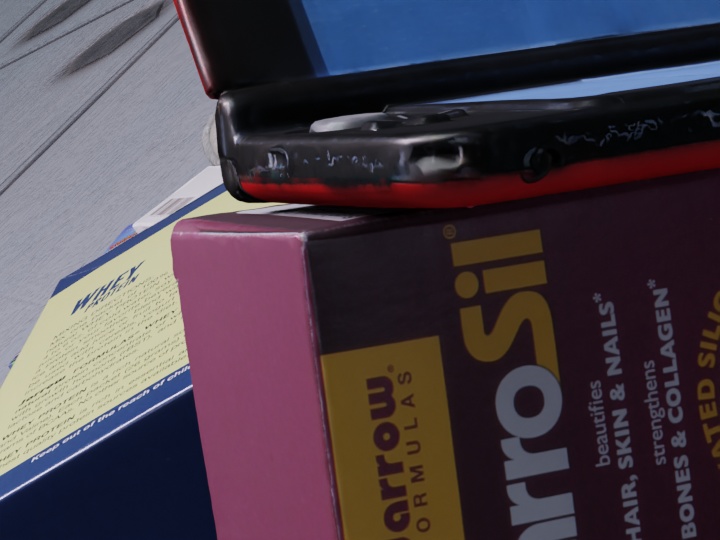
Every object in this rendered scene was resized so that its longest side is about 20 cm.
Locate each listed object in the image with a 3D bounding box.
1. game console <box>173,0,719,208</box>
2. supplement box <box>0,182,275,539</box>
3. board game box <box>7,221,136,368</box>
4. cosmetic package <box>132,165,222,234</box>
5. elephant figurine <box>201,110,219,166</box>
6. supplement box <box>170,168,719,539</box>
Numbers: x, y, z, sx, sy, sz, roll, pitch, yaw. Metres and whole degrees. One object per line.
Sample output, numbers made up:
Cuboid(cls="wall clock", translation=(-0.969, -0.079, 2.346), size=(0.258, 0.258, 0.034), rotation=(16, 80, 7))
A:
Cuboid(cls="game console", translation=(0.062, -0.086, 0.697), size=(0.199, 0.120, 0.172), rotation=(-10, 6, -23))
Cuboid(cls="supplement box", translation=(0.000, 0.047, 0.901), size=(0.199, 0.135, 0.200), rotation=(-30, 16, 17))
Cuboid(cls="board game box", translation=(-0.064, -0.010, 1.403), size=(0.199, 0.035, 0.136), rotation=(-25, 18, 36))
Cuboid(cls="cosmetic package", translation=(0.000, 0.000, 1.113), size=(0.051, 0.083, 0.199), rotation=(-38, 21, -30))
Cuboid(cls="elephant figurine", translation=(0.004, -0.065, 1.258), size=(0.155, 0.142, 0.199), rotation=(-27, 15, -34))
Cuboid(cls="supplement box", translation=(0.065, 0.029, 0.713), size=(0.199, 0.111, 0.086), rotation=(-10, 5, -23))
